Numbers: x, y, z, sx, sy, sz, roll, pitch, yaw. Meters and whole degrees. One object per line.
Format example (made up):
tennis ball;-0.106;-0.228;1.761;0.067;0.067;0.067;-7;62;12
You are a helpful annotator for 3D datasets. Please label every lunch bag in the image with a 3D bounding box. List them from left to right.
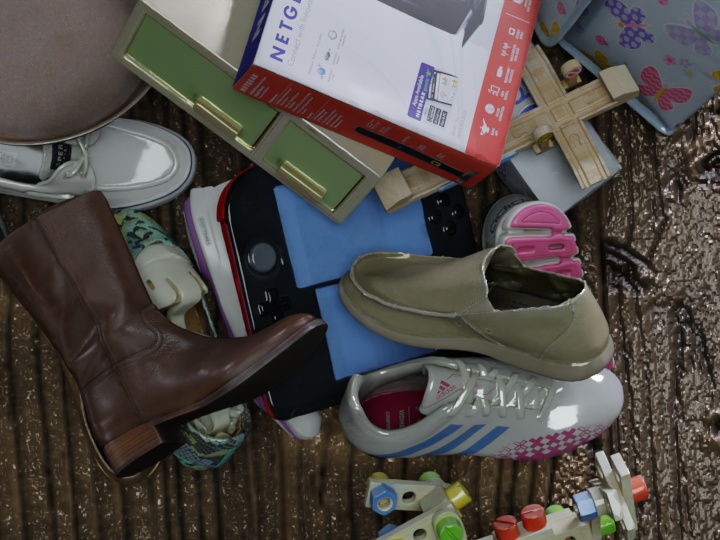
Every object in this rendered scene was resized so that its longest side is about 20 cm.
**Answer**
lunch bag;0.203;-0.218;1.221;0.200;0.170;0.127;42;62;-1

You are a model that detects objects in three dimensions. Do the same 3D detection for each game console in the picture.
game console;0.000;0.000;1.236;0.199;0.031;0.178;-14;87;-30

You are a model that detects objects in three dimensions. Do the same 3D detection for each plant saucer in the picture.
plant saucer;-0.232;-0.169;1.235;0.199;0.032;0.201;0;62;0

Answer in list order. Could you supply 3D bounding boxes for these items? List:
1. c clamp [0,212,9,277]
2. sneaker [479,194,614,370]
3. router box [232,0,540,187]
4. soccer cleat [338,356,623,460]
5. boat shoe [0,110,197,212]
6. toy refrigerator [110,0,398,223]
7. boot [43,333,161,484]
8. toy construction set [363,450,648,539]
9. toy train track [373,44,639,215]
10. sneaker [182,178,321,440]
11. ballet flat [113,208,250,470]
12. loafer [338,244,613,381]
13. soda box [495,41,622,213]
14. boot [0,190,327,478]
c clamp;-0.322;0.020;1.235;0.171;0.027;0.200;42;100;-8
sneaker;0.130;0.028;1.256;0.073;0.087;0.201;-20;117;-7
router box;0.028;-0.181;1.153;0.179;0.049;0.201;21;69;-15
soccer cleat;0.083;0.092;1.178;0.199;0.086;0.070;-7;63;3
boat shoe;-0.219;-0.085;1.244;0.199;0.066;0.072;8;86;-3
toy refrigerator;-0.067;-0.124;1.174;0.200;0.076;0.070;36;56;-6
boot;-0.190;0.057;1.236;0.073;0.075;0.201;-20;88;-3
toy construction set;0.110;0.186;1.230;0.199;0.092;0.132;-12;114;9
toy train track;0.102;-0.096;1.203;0.199;0.033;0.115;-26;70;-3
sneaker;-0.056;0.023;1.246;0.099;0.075;0.201;-20;89;-6
ballet flat;-0.126;0.043;1.229;0.074;0.074;0.201;-22;87;-5
loafer;0.079;0.015;1.167;0.199;0.076;0.069;13;125;21
soda box;0.104;-0.132;1.270;0.068;0.063;0.200;-36;90;-7
boot;-0.143;0.012;1.175;0.186;0.064;0.201;-32;74;6
